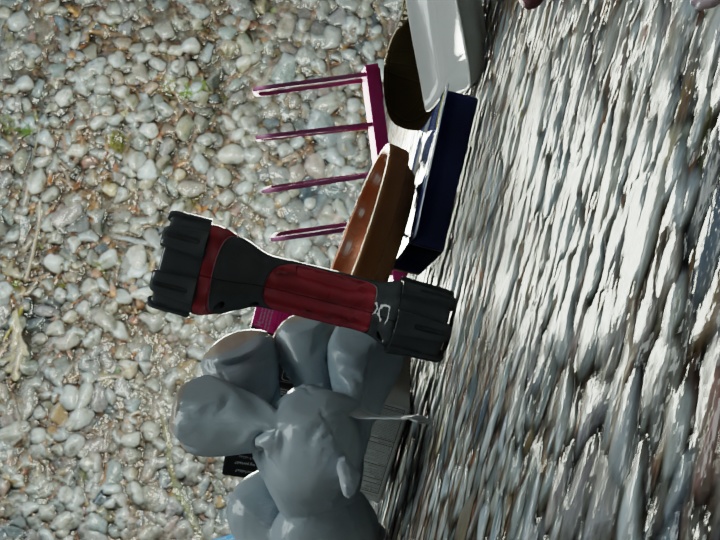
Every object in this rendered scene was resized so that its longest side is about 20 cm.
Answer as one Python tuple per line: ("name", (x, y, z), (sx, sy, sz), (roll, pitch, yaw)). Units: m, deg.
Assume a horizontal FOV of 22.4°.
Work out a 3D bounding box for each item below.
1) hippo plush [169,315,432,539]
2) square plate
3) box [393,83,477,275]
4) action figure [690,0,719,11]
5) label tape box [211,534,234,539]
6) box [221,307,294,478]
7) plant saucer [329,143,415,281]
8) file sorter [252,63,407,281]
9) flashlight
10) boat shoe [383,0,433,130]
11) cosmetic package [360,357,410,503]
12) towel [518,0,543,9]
("hippo plush", (-0.022, 0.134, 1.262), (0.159, 0.199, 0.162), (-40, -47, -36))
("square plate", (0.065, -0.239, 1.487), (0.200, 0.028, 0.200), (175, 85, -82))
("box", (0.057, -0.067, 1.424), (0.200, 0.032, 0.122), (116, 167, -83))
("action figure", (0.112, -0.174, 0.496), (0.148, 0.134, 0.201), (-32, 33, 14))
("label tape box", (-0.229, 0.540, 3.150), (0.200, 0.142, 0.066), (-83, -29, -59))
("box", (-0.052, 0.114, 1.765), (0.200, 0.131, 0.115), (-81, 2, -63))
("plant saucer", (0.000, 0.000, 1.415), (0.200, 0.032, 0.202), (-160, 90, -85))
("file sorter", (-0.032, -0.086, 1.738), (0.139, 0.124, 0.202), (-109, 11, -87))
("flashlight", (-0.038, 0.015, 1.197), (0.068, 0.198, 0.068), (108, 176, -55))
("boat shoe", (0.070, -0.229, 1.689), (0.066, 0.073, 0.202), (-22, -54, -73))
("cosmetic package", (0.008, 0.099, 1.429), (0.200, 0.050, 0.083), (-85, 13, -71))
("towel", (0.124, -0.245, 1.026), (0.200, 0.023, 0.145), (118, 164, -79))
